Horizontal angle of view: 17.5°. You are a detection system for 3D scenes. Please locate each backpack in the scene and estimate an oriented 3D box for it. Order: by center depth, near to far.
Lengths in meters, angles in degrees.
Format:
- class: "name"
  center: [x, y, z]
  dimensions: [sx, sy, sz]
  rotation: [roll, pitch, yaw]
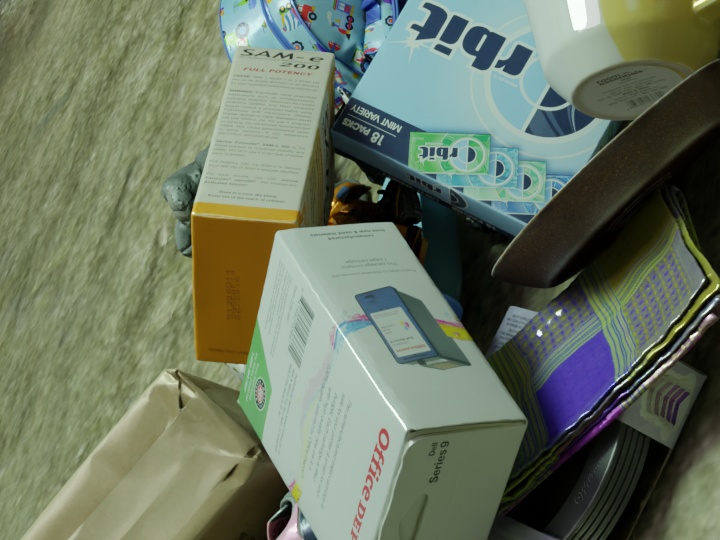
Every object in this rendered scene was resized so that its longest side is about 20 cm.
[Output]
- class: "backpack"
  center: [-0.008, -0.195, 1.869]
  dimensions: [0.134, 0.200, 0.183]
  rotation: [-38, 32, 39]

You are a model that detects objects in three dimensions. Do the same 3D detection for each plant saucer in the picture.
- class: "plant saucer"
  center: [0.167, -0.053, 1.477]
  dimensions: [0.200, 0.035, 0.200]
  rotation: [-40, -9, -7]

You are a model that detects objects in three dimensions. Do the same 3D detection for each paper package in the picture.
- class: "paper package"
  center: [-0.129, 0.177, 1.667]
  dimensions: [0.191, 0.103, 0.200]
  rotation: [-49, -18, 4]

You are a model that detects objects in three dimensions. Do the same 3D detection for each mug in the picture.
- class: "mug"
  center: [0.175, -0.191, 1.510]
  dimensions: [0.187, 0.149, 0.154]
  rotation: [123, 147, -62]

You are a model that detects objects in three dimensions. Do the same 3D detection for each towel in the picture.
- class: "towel"
  center: [0.139, 0.044, 1.426]
  dimensions: [0.200, 0.023, 0.144]
  rotation: [-45, 26, 20]

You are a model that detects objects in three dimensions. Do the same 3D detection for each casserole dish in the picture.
- class: "casserole dish"
  center: [0.040, -0.005, 1.733]
  dimensions: [0.200, 0.039, 0.121]
  rotation: [-95, 22, -49]

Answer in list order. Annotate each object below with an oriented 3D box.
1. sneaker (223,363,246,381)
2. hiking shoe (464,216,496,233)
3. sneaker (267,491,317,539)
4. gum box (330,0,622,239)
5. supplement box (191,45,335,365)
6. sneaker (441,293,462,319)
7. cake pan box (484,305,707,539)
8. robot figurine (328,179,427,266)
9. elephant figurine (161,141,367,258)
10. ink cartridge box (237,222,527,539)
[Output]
- class: "sneaker"
  center: [-0.065, 0.068, 1.667]
  dimensions: [0.115, 0.200, 0.074]
  rotation: [32, 87, 23]
- class: "hiking shoe"
  center: [0.112, -0.126, 1.716]
  dimensions: [0.074, 0.086, 0.201]
  rotation: [158, 114, -72]
- class: "sneaker"
  center: [-0.028, 0.157, 1.588]
  dimensions: [0.082, 0.070, 0.200]
  rotation: [-25, 4, -1]
- class: "gum box"
  center: [0.101, -0.135, 1.617]
  dimensions: [0.200, 0.170, 0.045]
  rotation: [-59, -14, -15]
- class: "supplement box"
  center: [-0.062, -0.045, 1.579]
  dimensions: [0.200, 0.073, 0.126]
  rotation: [-80, -7, -51]
- class: "sneaker"
  center: [0.026, 0.095, 1.586]
  dimensions: [0.200, 0.070, 0.078]
  rotation: [103, 177, -56]
- class: "cake pan box"
  center: [0.117, 0.124, 1.469]
  dimensions: [0.185, 0.052, 0.200]
  rotation: [-64, 25, -3]
- class: "robot figurine"
  center: [0.000, 0.000, 1.683]
  dimensions: [0.200, 0.058, 0.146]
  rotation: [-162, 79, -77]
- class: "elephant figurine"
  center: [-0.064, -0.040, 1.931]
  dimensions: [0.141, 0.156, 0.200]
  rotation: [-23, 26, -24]
- class: "ink cartridge box"
  center: [0.008, 0.087, 1.440]
  dimensions: [0.200, 0.087, 0.146]
  rotation: [-122, 37, -45]
